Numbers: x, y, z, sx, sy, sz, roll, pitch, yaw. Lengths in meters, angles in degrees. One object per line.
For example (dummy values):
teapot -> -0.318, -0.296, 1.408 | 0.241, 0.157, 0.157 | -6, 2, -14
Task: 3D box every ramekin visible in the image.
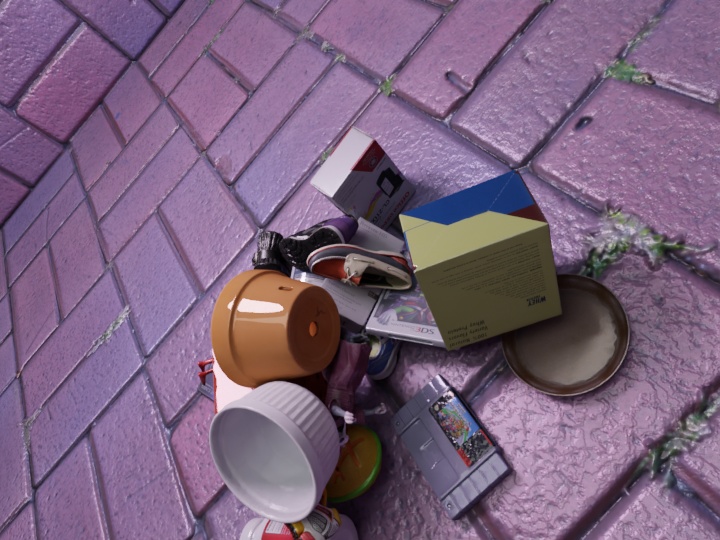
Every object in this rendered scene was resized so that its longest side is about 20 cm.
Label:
ramekin -> -0.124, 0.270, 0.817 | 0.197, 0.105, 0.204 | 11, 114, 26

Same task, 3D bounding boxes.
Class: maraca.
maraca -> -0.048, 0.344, 0.945 | 0.198, 0.107, 0.138 | -17, 38, 29

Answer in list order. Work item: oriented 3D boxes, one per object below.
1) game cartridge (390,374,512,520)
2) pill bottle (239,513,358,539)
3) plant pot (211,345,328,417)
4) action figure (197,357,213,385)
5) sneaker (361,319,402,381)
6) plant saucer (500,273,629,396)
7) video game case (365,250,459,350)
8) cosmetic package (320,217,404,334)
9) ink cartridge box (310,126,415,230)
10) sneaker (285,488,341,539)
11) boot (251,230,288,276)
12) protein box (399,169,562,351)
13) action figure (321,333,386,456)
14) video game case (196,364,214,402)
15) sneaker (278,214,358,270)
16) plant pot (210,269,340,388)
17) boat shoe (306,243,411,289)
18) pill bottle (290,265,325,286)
game cartridge -> 0.146, 0.288, 0.888 | 0.130, 0.038, 0.201 | -47, 48, 11
pill bottle -> -0.111, 0.479, 0.916 | 0.197, 0.112, 0.114 | -13, 59, 30
plant pot -> -0.159, 0.236, 1.039 | 0.174, 0.200, 0.202 | -21, 55, 11
action figure -> -0.259, 0.195, 1.178 | 0.197, 0.052, 0.066 | -22, 28, -6
sneaker -> 0.051, 0.108, 1.020 | 0.075, 0.077, 0.203 | 4, 67, 38
plant saucer -> 0.327, 0.104, 0.854 | 0.198, 0.032, 0.203 | -17, 57, 28
video game case -> 0.125, 0.046, 0.982 | 0.179, 0.024, 0.202 | 6, 51, 29
cosmetic package -> -0.004, 0.011, 1.056 | 0.112, 0.081, 0.202 | 27, 69, -1
ink cartridge box -> 0.011, -0.178, 1.119 | 0.083, 0.200, 0.147 | 37, 90, 39
sneaker -> -0.098, 0.385, 0.880 | 0.081, 0.079, 0.199 | -27, 28, -24
boot -> -0.207, -0.019, 1.236 | 0.210, 0.079, 0.160 | -13, 57, 58
protein box -> 0.190, -0.010, 0.835 | 0.196, 0.201, 0.136 | -20, 42, 10
action figure -> -0.039, 0.209, 0.897 | 0.147, 0.134, 0.203 | 4, 69, 26
video game case -> -0.301, 0.216, 1.256 | 0.142, 0.019, 0.203 | 16, 78, 40
sneaker -> -0.080, -0.060, 1.062 | 0.198, 0.076, 0.088 | -11, 25, 46
plant pot -> -0.127, 0.097, 0.876 | 0.138, 0.200, 0.203 | -3, 64, 35
boat shoe -> 0.000, 0.000, 0.976 | 0.072, 0.196, 0.063 | 110, 159, -45
pill bottle -> -0.098, 0.052, 1.129 | 0.118, 0.119, 0.203 | -6, 63, 33
